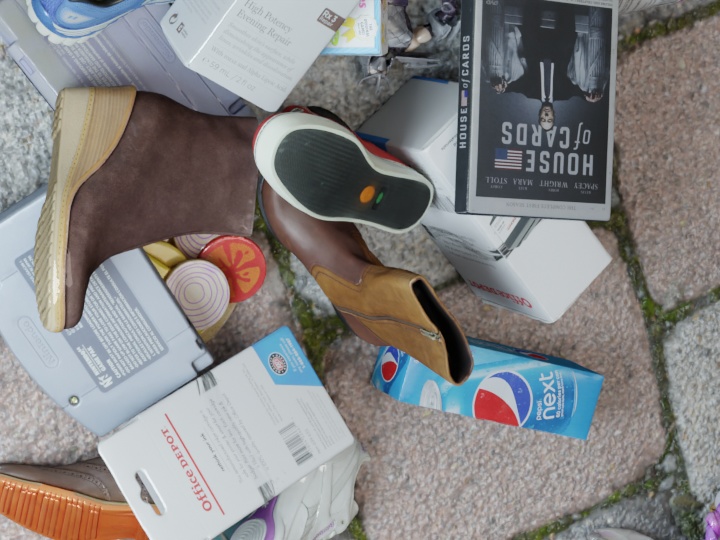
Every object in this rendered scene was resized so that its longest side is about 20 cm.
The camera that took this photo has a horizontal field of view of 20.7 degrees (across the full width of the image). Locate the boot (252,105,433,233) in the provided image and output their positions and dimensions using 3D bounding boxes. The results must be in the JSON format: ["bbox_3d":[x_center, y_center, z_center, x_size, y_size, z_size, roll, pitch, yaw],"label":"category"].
[{"bbox_3d":[-0.047,-0.102,1.590,0.199,0.144,0.073,21,105,-53],"label":"boot"}]

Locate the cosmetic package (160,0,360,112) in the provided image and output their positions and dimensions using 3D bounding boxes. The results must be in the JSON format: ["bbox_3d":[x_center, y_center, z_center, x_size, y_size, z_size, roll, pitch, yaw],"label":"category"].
[{"bbox_3d":[-0.054,-0.234,1.537,0.101,0.074,0.200,24,112,-41],"label":"cosmetic package"}]

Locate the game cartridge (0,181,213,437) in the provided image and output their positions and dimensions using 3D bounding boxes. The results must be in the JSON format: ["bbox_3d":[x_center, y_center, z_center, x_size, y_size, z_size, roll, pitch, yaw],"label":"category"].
[{"bbox_3d":[-0.223,0.028,1.577,0.132,0.042,0.201,-30,112,2],"label":"game cartridge"}]

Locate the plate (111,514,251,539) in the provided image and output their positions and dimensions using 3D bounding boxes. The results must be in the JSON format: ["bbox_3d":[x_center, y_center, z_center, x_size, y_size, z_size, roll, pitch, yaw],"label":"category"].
[{"bbox_3d":[-0.171,0.273,1.706,0.198,0.026,0.202,-5,103,-23],"label":"plate"}]

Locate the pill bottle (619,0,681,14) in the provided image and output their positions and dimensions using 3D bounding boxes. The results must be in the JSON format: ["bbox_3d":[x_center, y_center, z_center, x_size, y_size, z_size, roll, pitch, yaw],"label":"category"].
[{"bbox_3d":[0.191,-0.273,1.703,0.198,0.113,0.114,-14,106,-21],"label":"pill bottle"}]

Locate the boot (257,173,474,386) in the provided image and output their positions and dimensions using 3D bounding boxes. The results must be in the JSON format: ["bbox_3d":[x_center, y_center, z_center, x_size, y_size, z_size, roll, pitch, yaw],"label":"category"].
[{"bbox_3d":[0.000,0.000,1.627,0.068,0.200,0.189,-30,111,-14],"label":"boot"}]

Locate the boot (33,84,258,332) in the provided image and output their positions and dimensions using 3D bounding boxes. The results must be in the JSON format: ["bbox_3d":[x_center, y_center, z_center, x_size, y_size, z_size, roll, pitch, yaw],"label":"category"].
[{"bbox_3d":[-0.160,-0.041,1.508,0.165,0.072,0.202,10,74,-19],"label":"boot"}]

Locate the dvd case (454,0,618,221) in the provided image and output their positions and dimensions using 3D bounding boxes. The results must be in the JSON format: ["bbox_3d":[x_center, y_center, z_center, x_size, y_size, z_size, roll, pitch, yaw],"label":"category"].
[{"bbox_3d":[0.145,-0.144,1.610,0.149,0.025,0.202,2,90,-32],"label":"dvd case"}]

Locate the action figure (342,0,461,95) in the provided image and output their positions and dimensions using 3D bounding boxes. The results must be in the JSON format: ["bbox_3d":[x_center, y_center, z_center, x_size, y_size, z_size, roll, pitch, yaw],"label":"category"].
[{"bbox_3d":[0.027,-0.247,1.664,0.129,0.069,0.202,6,100,-28],"label":"action figure"}]

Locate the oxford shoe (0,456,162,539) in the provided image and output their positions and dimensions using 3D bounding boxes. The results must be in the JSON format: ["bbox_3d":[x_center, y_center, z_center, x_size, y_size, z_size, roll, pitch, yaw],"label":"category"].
[{"bbox_3d":[-0.219,0.185,1.651,0.198,0.071,0.073,13,53,-12],"label":"oxford shoe"}]

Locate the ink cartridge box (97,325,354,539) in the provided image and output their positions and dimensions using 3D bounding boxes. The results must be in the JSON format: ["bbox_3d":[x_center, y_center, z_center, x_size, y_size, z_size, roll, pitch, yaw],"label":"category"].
[{"bbox_3d":[-0.118,0.146,1.611,0.199,0.067,0.116,-30,90,-29],"label":"ink cartridge box"}]

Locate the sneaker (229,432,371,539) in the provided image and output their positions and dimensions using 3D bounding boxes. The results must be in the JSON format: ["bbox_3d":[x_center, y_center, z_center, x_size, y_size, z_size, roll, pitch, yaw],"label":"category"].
[{"bbox_3d":[-0.051,0.223,1.707,0.099,0.075,0.201,34,73,-30],"label":"sneaker"}]

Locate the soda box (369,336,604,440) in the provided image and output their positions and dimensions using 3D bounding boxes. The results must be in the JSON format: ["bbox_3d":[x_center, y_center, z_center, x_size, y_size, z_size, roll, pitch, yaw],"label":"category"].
[{"bbox_3d":[0.114,0.099,1.769,0.198,0.068,0.065,13,95,-25],"label":"soda box"}]

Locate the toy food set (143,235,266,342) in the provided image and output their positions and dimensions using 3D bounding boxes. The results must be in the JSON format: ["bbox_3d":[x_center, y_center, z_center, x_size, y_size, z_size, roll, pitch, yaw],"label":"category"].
[{"bbox_3d":[-0.177,-0.012,1.633,0.197,0.049,0.201,33,86,-25],"label":"toy food set"}]

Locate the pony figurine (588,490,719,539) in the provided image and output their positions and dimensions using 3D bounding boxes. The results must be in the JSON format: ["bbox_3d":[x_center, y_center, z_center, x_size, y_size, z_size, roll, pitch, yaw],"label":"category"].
[{"bbox_3d":[0.319,0.302,1.870,0.192,0.165,0.202,-1,99,-56],"label":"pony figurine"}]

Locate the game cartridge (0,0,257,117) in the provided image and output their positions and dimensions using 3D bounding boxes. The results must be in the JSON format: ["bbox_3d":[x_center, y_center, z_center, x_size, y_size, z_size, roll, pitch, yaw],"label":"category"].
[{"bbox_3d":[-0.191,-0.160,1.571,0.129,0.038,0.201,-41,98,-19],"label":"game cartridge"}]

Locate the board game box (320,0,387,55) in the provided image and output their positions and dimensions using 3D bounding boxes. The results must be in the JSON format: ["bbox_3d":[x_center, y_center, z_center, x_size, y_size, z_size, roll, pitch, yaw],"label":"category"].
[{"bbox_3d":[-0.046,-0.276,1.605,0.133,0.034,0.202,1,100,10],"label":"board game box"}]

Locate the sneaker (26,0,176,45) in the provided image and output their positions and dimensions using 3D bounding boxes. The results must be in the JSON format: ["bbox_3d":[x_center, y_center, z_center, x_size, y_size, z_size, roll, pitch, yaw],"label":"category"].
[{"bbox_3d":[-0.162,-0.243,1.531,0.200,0.089,0.079,-37,97,-27],"label":"sneaker"}]

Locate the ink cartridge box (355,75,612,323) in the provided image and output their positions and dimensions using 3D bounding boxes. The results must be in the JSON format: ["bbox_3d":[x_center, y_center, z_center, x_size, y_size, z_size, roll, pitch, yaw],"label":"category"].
[{"bbox_3d":[0.104,-0.062,1.690,0.084,0.144,0.200,-44,114,-12],"label":"ink cartridge box"}]
